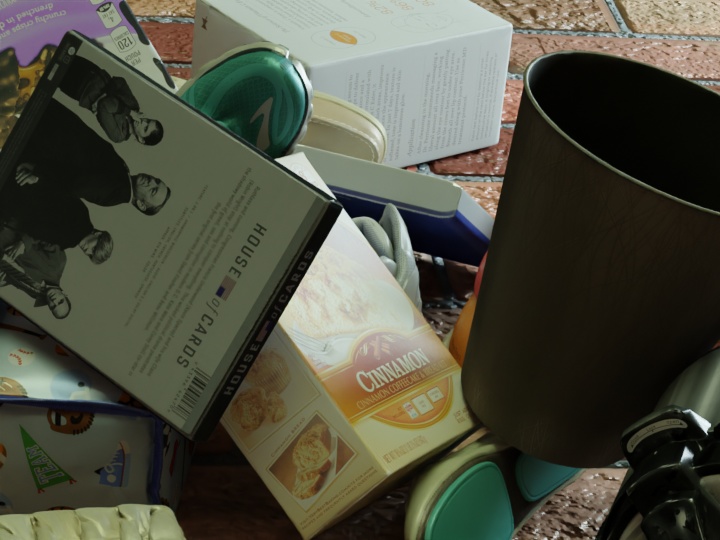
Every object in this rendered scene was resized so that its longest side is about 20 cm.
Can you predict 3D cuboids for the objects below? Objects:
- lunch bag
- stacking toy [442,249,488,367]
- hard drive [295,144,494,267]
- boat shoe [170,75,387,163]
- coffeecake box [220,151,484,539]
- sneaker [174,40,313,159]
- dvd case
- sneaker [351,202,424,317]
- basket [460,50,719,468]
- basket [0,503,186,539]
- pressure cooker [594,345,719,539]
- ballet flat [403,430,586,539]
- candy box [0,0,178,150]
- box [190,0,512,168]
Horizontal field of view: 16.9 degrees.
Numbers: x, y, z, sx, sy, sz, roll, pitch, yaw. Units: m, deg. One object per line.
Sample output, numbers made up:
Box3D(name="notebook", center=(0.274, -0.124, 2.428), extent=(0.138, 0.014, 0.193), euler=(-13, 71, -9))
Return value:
Box3D(name="lunch bag", center=(-0.196, 0.065, 1.405), extent=(0.200, 0.124, 0.170), euler=(6, 30, 6))
Box3D(name="stacking toy", center=(0.130, -0.010, 1.523), extent=(0.146, 0.200, 0.146), euler=(4, 28, -2))
Box3D(name="hard drive", center=(0.026, -0.040, 1.631), extent=(0.132, 0.025, 0.200), euler=(14, -6, 17))
Box3D(name="boat shoe", center=(-0.078, -0.086, 1.661), extent=(0.200, 0.071, 0.065), euler=(6, 28, -10))
Box3D(name="coffeecake box", center=(-0.033, 0.039, 1.397), extent=(0.200, 0.073, 0.153), euler=(53, 27, 8))
Box3D(name="sneaker", center=(-0.110, -0.062, 1.455), extent=(0.078, 0.200, 0.080), euler=(52, 22, -6))
Box3D(name="dvd case", center=(-0.123, -0.021, 1.322), extent=(0.200, 0.150, 0.025), euler=(34, 7, 26))
Box3D(name="sneaker", center=(0.000, 0.000, 1.559), extent=(0.075, 0.115, 0.200), euler=(-15, 32, -5))
Box3D(name="basket", center=(0.141, 0.002, 1.373), extent=(0.180, 0.200, 0.136), euler=(26, 34, 4))
Box3D(name="basket", center=(-0.132, 0.210, 1.139), extent=(0.135, 0.123, 0.200), euler=(-3, 28, -18))
Box3D(name="pressure cooker", center=(0.216, 0.142, 1.274), extent=(0.176, 0.179, 0.200), euler=(15, 28, 12))
Box3D(name="ballet flat", center=(0.070, 0.128, 1.411), extent=(0.069, 0.070, 0.200), euler=(23, 30, 30))
Box3D(name="candy box", center=(-0.199, -0.084, 1.559), extent=(0.168, 0.200, 0.072), euler=(-32, 3, -17))
Box3D(name="box", center=(-0.009, -0.153, 1.870), extent=(0.200, 0.106, 0.152), euler=(-15, 34, -34))
